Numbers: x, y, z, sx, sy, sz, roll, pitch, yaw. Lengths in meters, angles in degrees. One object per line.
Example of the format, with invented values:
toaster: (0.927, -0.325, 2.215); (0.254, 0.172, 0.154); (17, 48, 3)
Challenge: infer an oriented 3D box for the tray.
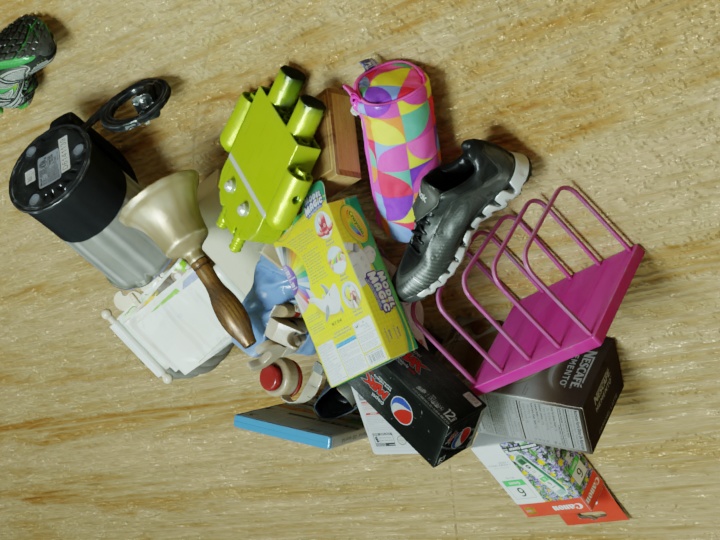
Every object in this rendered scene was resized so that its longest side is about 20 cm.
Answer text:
tray: (-0.075, -0.114, 1.531); (0.037, 0.100, 0.199); (6, 158, -36)

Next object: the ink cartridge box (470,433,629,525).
ink cartridge box: (0.241, 0.268, 1.760); (0.108, 0.050, 0.200); (-16, 120, 45)

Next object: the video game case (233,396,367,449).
video game case: (-0.051, 0.194, 1.799); (0.142, 0.200, 0.018); (9, 97, 28)

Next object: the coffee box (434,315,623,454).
coffee box: (0.186, 0.128, 1.594); (0.198, 0.115, 0.080); (7, 135, 29)

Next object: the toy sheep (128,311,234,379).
toy sheep: (-0.232, 0.077, 1.833); (0.138, 0.138, 0.200); (44, 137, -14)

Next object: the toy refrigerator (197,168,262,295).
toy refrigerator: (-0.126, -0.021, 1.674); (0.070, 0.076, 0.200); (-38, 108, 13)

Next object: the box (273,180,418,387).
box: (-0.024, 0.011, 1.478); (0.117, 0.048, 0.201); (-29, 83, 50)

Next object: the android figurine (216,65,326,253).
android figurine: (-0.103, -0.113, 1.502); (0.041, 0.183, 0.201); (10, 123, -34)

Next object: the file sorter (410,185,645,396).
file sorter: (0.168, 0.017, 1.464); (0.125, 0.139, 0.200); (44, 142, -13)

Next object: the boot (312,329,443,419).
boot: (0.022, 0.134, 1.732); (0.075, 0.097, 0.199); (48, 141, -17)

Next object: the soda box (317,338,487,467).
soda box: (0.043, 0.118, 1.530); (0.200, 0.063, 0.071); (43, 137, 28)

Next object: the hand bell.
hand bell: (-0.175, 0.000, 1.552); (0.201, 0.104, 0.104); (58, 144, 10)

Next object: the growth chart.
growth chart: (-0.216, 0.054, 1.739); (0.199, 0.018, 0.145); (-30, 104, 19)

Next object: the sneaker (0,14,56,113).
sneaker: (-0.409, -0.242, 1.664); (0.085, 0.078, 0.199); (44, 151, -24)

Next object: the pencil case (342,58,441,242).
pencil case: (0.040, -0.123, 1.449); (0.088, 0.089, 0.201); (11, 137, 27)

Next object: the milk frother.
milk frother: (-0.271, -0.107, 1.637); (0.198, 0.182, 0.188); (-12, 147, 25)

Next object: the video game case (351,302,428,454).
video game case: (0.033, 0.115, 1.606); (0.143, 0.018, 0.202); (-10, 101, 52)

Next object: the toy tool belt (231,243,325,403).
toy tool belt: (-0.097, 0.053, 1.589); (0.124, 0.122, 0.202); (31, 107, 37)

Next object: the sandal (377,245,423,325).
sandal: (0.003, -0.005, 1.639); (0.202, 0.050, 0.083); (41, 130, 11)

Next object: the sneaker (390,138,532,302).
sneaker: (0.081, -0.057, 1.427); (0.090, 0.067, 0.200); (29, 110, -32)
